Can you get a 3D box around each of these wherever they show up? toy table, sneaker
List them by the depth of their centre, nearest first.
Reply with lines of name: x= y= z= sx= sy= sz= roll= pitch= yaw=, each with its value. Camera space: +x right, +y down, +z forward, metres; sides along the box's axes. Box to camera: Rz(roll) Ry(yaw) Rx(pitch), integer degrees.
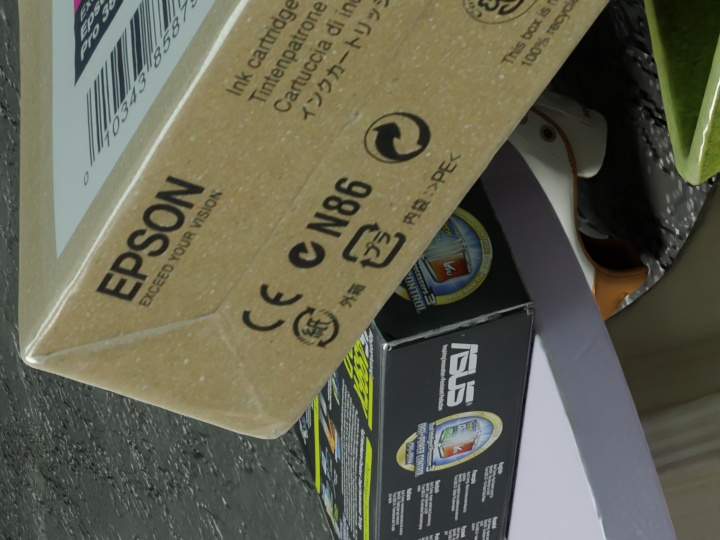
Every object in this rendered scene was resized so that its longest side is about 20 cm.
toy table: x=0.103 y=0.047 z=0.794 sx=0.184 sy=0.117 sz=0.201 roll=155 pitch=100 yaw=-80
sneaker: x=0.031 y=-0.057 z=0.969 sx=0.200 sy=0.084 sz=0.073 roll=54 pitch=-173 yaw=-26

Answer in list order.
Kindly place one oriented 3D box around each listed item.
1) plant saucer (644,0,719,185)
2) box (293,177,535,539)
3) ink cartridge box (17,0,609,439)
plant saucer: x=0.092 y=-0.154 z=0.583 sx=0.200 sy=0.048 sz=0.201 roll=97 pitch=171 yaw=-50
box: x=0.000 y=0.000 z=0.836 sx=0.200 sy=0.044 sz=0.161 roll=90 pitch=161 yaw=-59
ink cartridge box: x=-0.009 y=-0.089 z=0.641 sx=0.200 sy=0.075 sz=0.165 roll=-55 pitch=30 yaw=36
